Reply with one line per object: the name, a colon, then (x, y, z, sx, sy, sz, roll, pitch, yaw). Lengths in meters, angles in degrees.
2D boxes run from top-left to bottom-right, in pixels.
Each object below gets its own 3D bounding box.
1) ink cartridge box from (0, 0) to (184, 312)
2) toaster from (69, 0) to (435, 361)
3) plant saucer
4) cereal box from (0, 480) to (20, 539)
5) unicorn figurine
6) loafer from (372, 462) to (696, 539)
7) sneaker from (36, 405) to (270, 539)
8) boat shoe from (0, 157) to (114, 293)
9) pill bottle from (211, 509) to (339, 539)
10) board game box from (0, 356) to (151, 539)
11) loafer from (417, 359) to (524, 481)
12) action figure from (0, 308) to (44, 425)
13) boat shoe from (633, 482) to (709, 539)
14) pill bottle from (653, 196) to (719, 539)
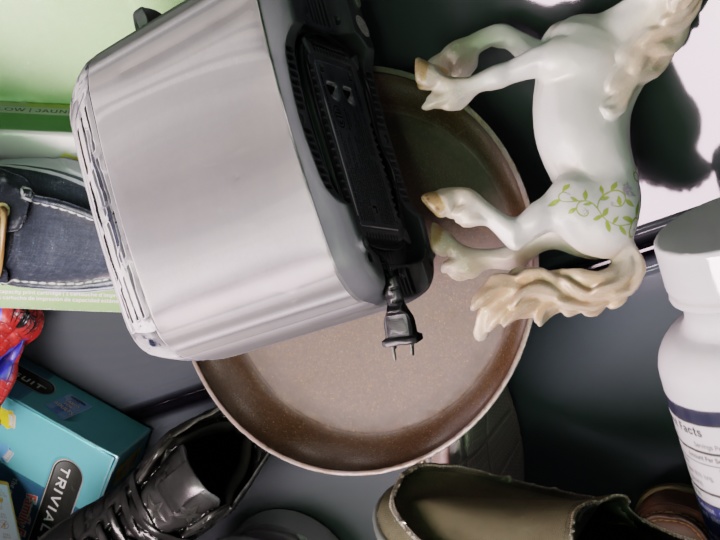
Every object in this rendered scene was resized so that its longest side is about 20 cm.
ink cartridge box: (-0.155, -0.078, 0.988, 0.144, 0.048, 0.202, 3, 118, -3)
toaster: (-0.050, -0.039, 0.900, 0.128, 0.113, 0.202, -20, 82, 22)
plant saucer: (0.000, 0.000, 0.954, 0.198, 0.032, 0.203, -1, 88, 26)
cereal box: (-0.228, 0.236, 1.056, 0.144, 0.039, 0.201, -41, 52, 30)
unicorn figurine: (0.094, -0.075, 0.877, 0.136, 0.074, 0.202, -4, 100, 9)
loafer: (0.097, 0.125, 0.878, 0.198, 0.075, 0.070, 16, 131, 24)
sneaker: (-0.108, 0.124, 1.020, 0.060, 0.200, 0.104, 48, 148, 3)
boat shoe: (-0.197, -0.015, 0.940, 0.198, 0.091, 0.071, 12, 116, -7)
pill bottle: (-0.076, 0.212, 1.020, 0.108, 0.200, 0.110, 10, 117, 20)
board game box: (-0.239, 0.116, 1.135, 0.199, 0.047, 0.152, 28, 114, 11)
loafer: (0.052, 0.133, 1.007, 0.062, 0.072, 0.202, 1, 116, 31)
action figure: (-0.226, 0.064, 1.051, 0.052, 0.201, 0.065, 26, 163, 47)
boat shoe: (0.168, 0.208, 0.984, 0.071, 0.068, 0.202, 4, 114, 23)
pill bottle: (0.201, 0.067, 0.880, 0.110, 0.111, 0.202, -10, 108, 28)
